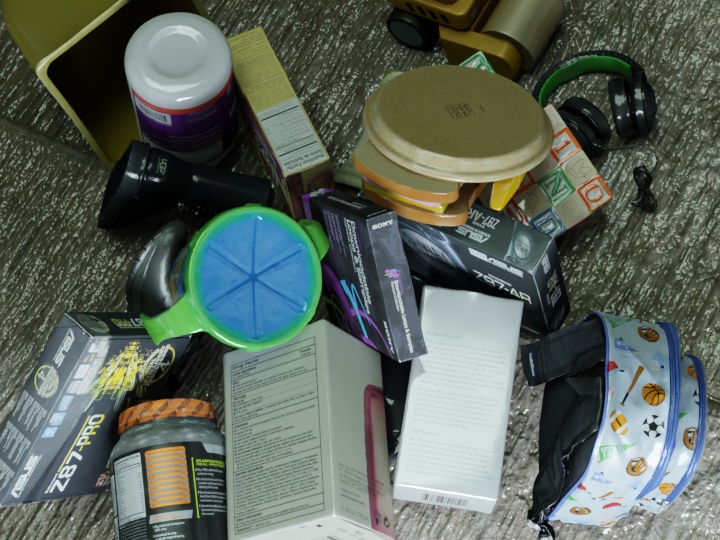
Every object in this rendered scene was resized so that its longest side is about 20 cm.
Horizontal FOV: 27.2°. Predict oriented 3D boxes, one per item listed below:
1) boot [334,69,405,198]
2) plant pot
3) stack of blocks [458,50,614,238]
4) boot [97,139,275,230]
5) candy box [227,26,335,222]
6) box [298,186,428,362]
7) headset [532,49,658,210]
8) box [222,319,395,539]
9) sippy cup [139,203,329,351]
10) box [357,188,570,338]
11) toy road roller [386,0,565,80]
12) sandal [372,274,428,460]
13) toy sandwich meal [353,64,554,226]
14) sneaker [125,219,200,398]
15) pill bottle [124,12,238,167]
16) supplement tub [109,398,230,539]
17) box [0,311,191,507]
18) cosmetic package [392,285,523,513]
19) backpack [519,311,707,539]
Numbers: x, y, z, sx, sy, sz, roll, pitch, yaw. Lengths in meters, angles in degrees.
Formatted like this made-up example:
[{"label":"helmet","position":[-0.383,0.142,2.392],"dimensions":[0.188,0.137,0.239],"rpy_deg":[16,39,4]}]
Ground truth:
[{"label":"boot","position":[0.083,-0.119,1.592],"dimensions":[0.199,0.072,0.155],"rpy_deg":[21,72,22]},{"label":"plant pot","position":[-0.294,-0.275,1.707],"dimensions":[0.194,0.196,0.200],"rpy_deg":[-39,52,-7]},{"label":"stack of blocks","position":[0.154,-0.122,1.520],"dimensions":[0.115,0.059,0.200],"rpy_deg":[-34,84,0]},{"label":"boot","position":[-0.191,-0.071,1.623],"dimensions":[0.168,0.200,0.077],"rpy_deg":[18,71,-16]},{"label":"candy box","position":[-0.088,-0.153,1.623],"dimensions":[0.056,0.117,0.200],"rpy_deg":[-21,60,-7]},{"label":"box","position":[0.000,0.000,1.456],"dimensions":[0.036,0.144,0.200],"rpy_deg":[-18,15,-18]},{"label":"headset","position":[0.261,-0.151,1.575],"dimensions":[0.123,0.094,0.200],"rpy_deg":[-25,45,1]},{"label":"box","position":[-0.051,0.169,1.437],"dimensions":[0.128,0.109,0.201],"rpy_deg":[-20,58,28]},{"label":"sippy cup","position":[-0.123,0.010,1.448],"dimensions":[0.177,0.130,0.140],"rpy_deg":[7,83,-24]},{"label":"box","position":[0.106,-0.018,1.482],"dimensions":[0.200,0.160,0.044],"rpy_deg":[26,72,23]},{"label":"toy road roller","position":[0.116,-0.312,1.637],"dimensions":[0.199,0.146,0.123],"rpy_deg":[23,72,24]},{"label":"sandal","position":[0.042,0.092,1.509],"dimensions":[0.076,0.043,0.201],"rpy_deg":[1,64,15]},{"label":"toy sandwich meal","position":[0.090,-0.122,1.432],"dimensions":[0.204,0.070,0.206],"rpy_deg":[3,40,-3]},{"label":"sneaker","position":[-0.202,0.043,1.546],"dimensions":[0.090,0.076,0.201],"rpy_deg":[21,114,6]},{"label":"pill bottle","position":[-0.190,-0.182,1.611],"dimensions":[0.112,0.200,0.113],"rpy_deg":[1,66,-1]},{"label":"supplement tub","position":[-0.178,0.233,1.437],"dimensions":[0.122,0.123,0.201],"rpy_deg":[-11,68,9]},{"label":"box","position":[-0.269,0.133,1.459],"dimensions":[0.049,0.161,0.200],"rpy_deg":[38,106,27]},{"label":"cosmetic package","position":[0.094,0.125,1.442],"dimensions":[0.101,0.071,0.201],"rpy_deg":[9,71,3]},{"label":"backpack","position":[0.232,0.133,1.356],"dimensions":[0.153,0.191,0.201],"rpy_deg":[2,63,-4]}]
